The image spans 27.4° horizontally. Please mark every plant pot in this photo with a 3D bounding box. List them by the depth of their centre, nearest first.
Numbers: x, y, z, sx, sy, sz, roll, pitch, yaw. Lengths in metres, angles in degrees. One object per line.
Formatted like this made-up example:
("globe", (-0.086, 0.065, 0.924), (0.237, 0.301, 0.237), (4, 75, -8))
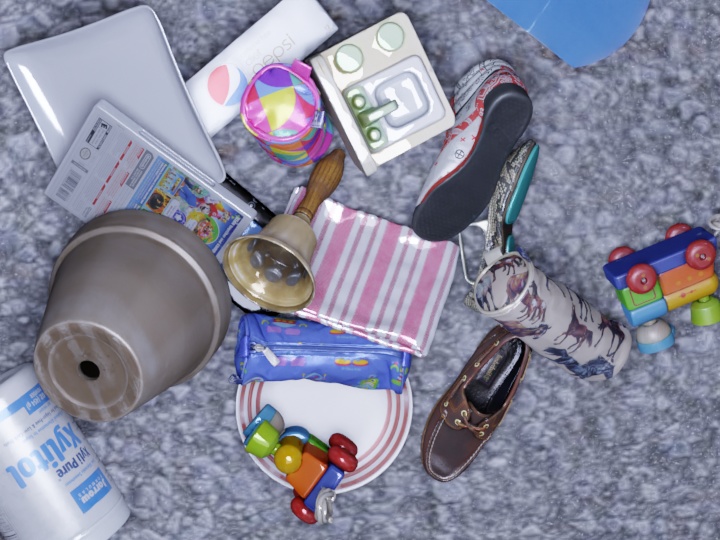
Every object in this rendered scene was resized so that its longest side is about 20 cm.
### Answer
("plant pot", (-0.251, 0.064, 1.528), (0.198, 0.174, 0.201), (6, 118, 11))

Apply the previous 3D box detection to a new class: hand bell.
("hand bell", (-0.058, -0.060, 1.565), (0.103, 0.200, 0.105), (15, 137, 15))

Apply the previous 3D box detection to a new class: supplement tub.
("supplement tub", (-0.353, 0.214, 1.594), (0.132, 0.132, 0.201), (-33, 99, 1))

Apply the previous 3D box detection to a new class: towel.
("towel", (0.000, 0.000, 1.593), (0.199, 0.030, 0.147), (19, 59, 0))

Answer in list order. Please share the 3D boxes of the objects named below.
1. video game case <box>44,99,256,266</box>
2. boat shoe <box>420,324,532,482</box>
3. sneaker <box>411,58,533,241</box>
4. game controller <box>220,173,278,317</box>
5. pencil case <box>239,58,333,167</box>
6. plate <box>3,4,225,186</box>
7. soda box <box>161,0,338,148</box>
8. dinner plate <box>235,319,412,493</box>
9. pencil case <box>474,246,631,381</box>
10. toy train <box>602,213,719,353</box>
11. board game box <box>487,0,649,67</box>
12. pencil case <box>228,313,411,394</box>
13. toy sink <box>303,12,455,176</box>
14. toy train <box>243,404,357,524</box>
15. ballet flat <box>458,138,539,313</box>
("video game case", (-0.224, -0.072, 1.564), (0.200, 0.018, 0.143), (36, 127, -5))
("boat shoe", (0.128, 0.149, 1.651), (0.070, 0.070, 0.201), (25, 96, -8))
("sneaker", (0.116, -0.133, 1.605), (0.067, 0.108, 0.202), (21, 118, -20))
("game controller", (-0.147, -0.038, 1.620), (0.200, 0.042, 0.104), (40, 93, -9))
("pencil case", (-0.072, -0.159, 1.529), (0.088, 0.200, 0.089), (0, 86, 0))
("plate", (-0.253, -0.167, 1.552), (0.199, 0.032, 0.201), (-12, 112, 28))
("soda box", (-0.119, -0.219, 1.583), (0.200, 0.068, 0.064), (-41, 100, 2))
("dinner plate", (-0.041, 0.152, 1.662), (0.199, 0.024, 0.202), (-1, 98, -5))
("pencil case", (0.211, 0.050, 1.603), (0.078, 0.090, 0.200), (-27, 135, 36))
("toy train", (0.381, 0.008, 1.649), (0.199, 0.085, 0.116), (-22, 109, -1))
("board game box", (0.221, -0.324, 1.612), (0.199, 0.039, 0.158), (35, 89, -13))
("pencil case", (-0.041, 0.090, 1.600), (0.198, 0.087, 0.079), (4, 87, -6))
("toy sink", (0.020, -0.186, 1.533), (0.112, 0.200, 0.131), (-27, 98, 0))
("toy train", (-0.071, 0.201, 1.550), (0.115, 0.200, 0.085), (36, 93, -2))
("ballet flat", (0.145, -0.049, 1.633), (0.075, 0.068, 0.202), (11, 99, 17))
